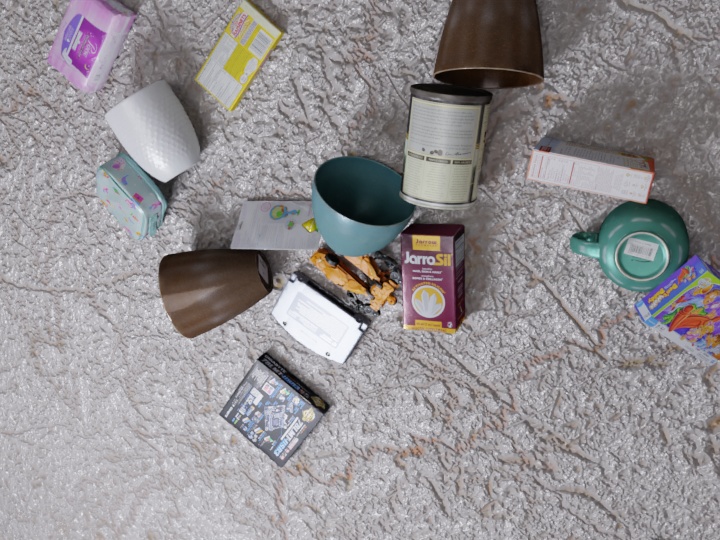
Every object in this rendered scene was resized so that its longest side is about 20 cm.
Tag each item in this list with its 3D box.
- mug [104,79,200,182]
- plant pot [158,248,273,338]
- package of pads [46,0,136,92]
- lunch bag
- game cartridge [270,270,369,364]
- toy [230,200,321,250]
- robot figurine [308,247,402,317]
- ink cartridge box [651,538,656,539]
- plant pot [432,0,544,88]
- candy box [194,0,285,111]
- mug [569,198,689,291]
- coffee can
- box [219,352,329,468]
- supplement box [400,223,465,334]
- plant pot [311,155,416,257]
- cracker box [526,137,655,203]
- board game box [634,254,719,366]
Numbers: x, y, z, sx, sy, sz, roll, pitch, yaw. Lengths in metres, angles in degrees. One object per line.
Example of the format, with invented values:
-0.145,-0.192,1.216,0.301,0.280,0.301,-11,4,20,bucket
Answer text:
-0.432,-0.276,1.572,0.200,0.148,0.176,-15,111,54,mug
-0.296,0.028,1.598,0.199,0.187,0.188,-17,102,10,plant pot
-0.567,-0.491,1.575,0.120,0.076,0.200,40,117,6,package of pads
-0.492,-0.154,1.617,0.160,0.077,0.200,46,156,-2,lunch bag
-0.091,0.108,1.621,0.200,0.042,0.133,35,121,7,game cartridge
-0.163,-0.086,1.560,0.199,0.116,0.047,0,152,23,toy
0.000,0.000,1.536,0.200,0.058,0.145,40,117,5,robot figurine
0.632,0.674,1.533,0.200,0.045,0.176,35,115,7,ink cartridge box
0.221,-0.422,1.258,0.186,0.187,0.201,5,95,19,plant pot
-0.244,-0.429,1.501,0.102,0.026,0.200,44,117,5,candy box
0.479,-0.033,1.311,0.185,0.114,0.152,-33,94,26,mug
0.152,-0.226,1.352,0.146,0.146,0.201,12,111,17,coffee can
-0.201,0.324,1.728,0.198,0.050,0.200,38,116,4,box
0.143,0.014,1.470,0.110,0.086,0.201,3,109,20,supplement box
-0.007,-0.105,1.441,0.200,0.200,0.135,30,132,9,plant pot
0.396,-0.175,1.284,0.199,0.134,0.058,15,113,16,cracker box
0.591,0.073,1.289,0.200,0.045,0.135,28,120,-26,board game box
